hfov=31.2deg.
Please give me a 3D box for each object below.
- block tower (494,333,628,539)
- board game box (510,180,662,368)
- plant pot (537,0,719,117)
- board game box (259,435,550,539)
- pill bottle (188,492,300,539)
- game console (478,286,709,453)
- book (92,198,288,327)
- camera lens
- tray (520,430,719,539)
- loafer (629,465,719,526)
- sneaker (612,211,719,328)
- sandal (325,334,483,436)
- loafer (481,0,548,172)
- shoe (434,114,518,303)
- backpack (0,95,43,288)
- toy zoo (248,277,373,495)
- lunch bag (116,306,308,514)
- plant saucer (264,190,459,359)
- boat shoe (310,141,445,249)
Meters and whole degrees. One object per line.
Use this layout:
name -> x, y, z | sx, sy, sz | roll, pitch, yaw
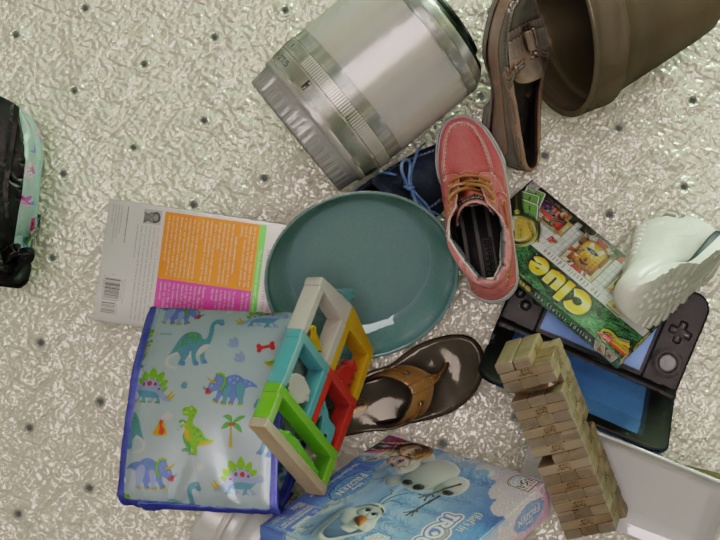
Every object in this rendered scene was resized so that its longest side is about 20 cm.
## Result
block tower -> 0.192, 0.160, 1.217 | 0.054, 0.058, 0.200 | -18, 106, 26
board game box -> 0.217, 0.001, 1.314 | 0.200, 0.023, 0.105 | 41, 63, 16
plant pot -> 0.263, -0.273, 1.301 | 0.173, 0.200, 0.200 | -17, 84, -13
board game box -> 0.044, 0.238, 1.228 | 0.199, 0.200, 0.043 | 12, 118, 38
pill bottle -> -0.069, 0.290, 1.311 | 0.200, 0.111, 0.111 | 28, 89, 6
game console -> 0.240, 0.067, 1.299 | 0.200, 0.118, 0.171 | 23, 88, 5
book -> -0.178, 0.003, 1.375 | 0.200, 0.048, 0.134 | 9, 90, 6
camera lens -> 0.010, -0.199, 1.316 | 0.200, 0.160, 0.160 | -40, 84, 1
tray -> 0.258, 0.207, 1.259 | 0.200, 0.022, 0.107 | 21, 126, 19
loafer -> 0.285, 0.221, 1.309 | 0.200, 0.067, 0.076 | 3, 86, 5
sneaker -> 0.292, -0.006, 1.276 | 0.080, 0.200, 0.076 | 37, 124, 22
sandal -> 0.035, 0.125, 1.339 | 0.200, 0.055, 0.082 | -15, 91, 3
loafer -> 0.165, -0.192, 1.299 | 0.072, 0.200, 0.063 | -27, 45, -30
shoe -> 0.114, -0.070, 1.270 | 0.071, 0.091, 0.200 | -12, 75, 7
backpack -> -0.412, -0.089, 1.360 | 0.167, 0.127, 0.200 | 8, 85, -6
toy zoo -> -0.039, 0.100, 1.257 | 0.020, 0.131, 0.200 | 0, 52, 30
lunch bag -> -0.141, 0.147, 1.286 | 0.170, 0.127, 0.200 | 0, 56, 15
plant saucer -> 0.000, 0.000, 1.326 | 0.200, 0.036, 0.200 | -3, 120, -6
boat shoe -> 0.035, -0.066, 1.349 | 0.200, 0.069, 0.084 | -38, 84, 1
